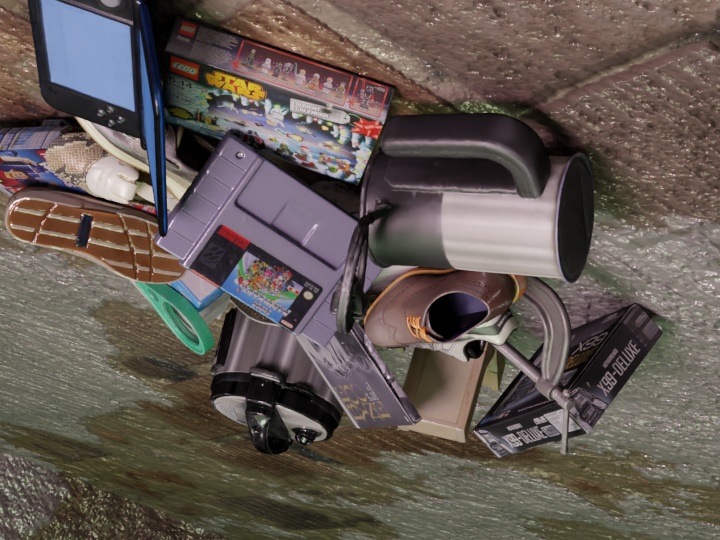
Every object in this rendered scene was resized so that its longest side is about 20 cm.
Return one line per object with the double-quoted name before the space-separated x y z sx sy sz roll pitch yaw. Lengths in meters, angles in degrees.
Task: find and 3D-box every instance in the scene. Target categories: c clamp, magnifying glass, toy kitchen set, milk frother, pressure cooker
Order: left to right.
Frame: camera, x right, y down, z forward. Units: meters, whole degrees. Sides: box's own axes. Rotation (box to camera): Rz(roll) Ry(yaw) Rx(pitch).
"magnifying glass" -0.241 0.020 1.508 0.200 0.022 0.080 46 157 13
"pressure cooker" -0.096 0.132 1.652 0.176 0.200 0.178 30 155 -33
"toy kitchen set" 0.072 0.126 1.546 0.163 0.181 0.200 11 154 14
"milk frother" 0.086 -0.024 1.143 0.188 0.201 0.180 5 163 25
"c clamp" 0.160 0.070 1.358 0.200 0.027 0.171 47 144 41

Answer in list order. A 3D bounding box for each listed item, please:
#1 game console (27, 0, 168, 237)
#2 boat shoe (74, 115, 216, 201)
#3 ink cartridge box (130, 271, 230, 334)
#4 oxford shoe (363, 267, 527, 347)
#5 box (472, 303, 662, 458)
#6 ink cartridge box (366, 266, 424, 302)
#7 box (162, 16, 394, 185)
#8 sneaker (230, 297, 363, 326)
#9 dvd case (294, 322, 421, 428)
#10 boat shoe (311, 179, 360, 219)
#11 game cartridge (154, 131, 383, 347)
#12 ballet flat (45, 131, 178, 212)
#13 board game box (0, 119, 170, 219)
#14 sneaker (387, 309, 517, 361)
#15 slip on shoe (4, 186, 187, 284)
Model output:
"game console" -0.224 -0.148 1.120 0.170 0.119 0.200 19 146 5
"boat shoe" -0.192 -0.129 1.283 0.200 0.073 0.065 36 127 -25
"ink cartridge box" -0.216 0.010 1.561 0.116 0.068 0.200 47 158 6
"oxford shoe" 0.065 0.039 1.266 0.200 0.073 0.071 -27 103 44
"box" 0.230 0.127 1.468 0.050 0.158 0.200 45 154 -5
"ink cartridge box" 0.000 0.000 1.372 0.199 0.045 0.176 -7 169 -9
"box" -0.079 -0.149 1.181 0.199 0.040 0.137 18 157 -3
"sneaker" -0.080 0.028 1.574 0.200 0.085 0.073 27 120 22
"dvd case" -0.012 0.108 1.434 0.149 0.016 0.200 56 162 -4
"boat shoe" -0.035 -0.061 1.320 0.199 0.067 0.074 -10 171 6
"game cartridge" -0.080 -0.024 1.239 0.200 0.130 0.038 33 -174 -21
"ballet flat" -0.217 -0.090 1.323 0.200 0.068 0.075 14 -152 -39
"board game box" -0.297 -0.102 1.416 0.199 0.062 0.200 1 153 31
"sneaker" 0.086 0.065 1.377 0.088 0.076 0.200 51 150 -8
"slip on shoe" -0.278 -0.042 1.395 0.199 0.076 0.061 13 -161 -16
